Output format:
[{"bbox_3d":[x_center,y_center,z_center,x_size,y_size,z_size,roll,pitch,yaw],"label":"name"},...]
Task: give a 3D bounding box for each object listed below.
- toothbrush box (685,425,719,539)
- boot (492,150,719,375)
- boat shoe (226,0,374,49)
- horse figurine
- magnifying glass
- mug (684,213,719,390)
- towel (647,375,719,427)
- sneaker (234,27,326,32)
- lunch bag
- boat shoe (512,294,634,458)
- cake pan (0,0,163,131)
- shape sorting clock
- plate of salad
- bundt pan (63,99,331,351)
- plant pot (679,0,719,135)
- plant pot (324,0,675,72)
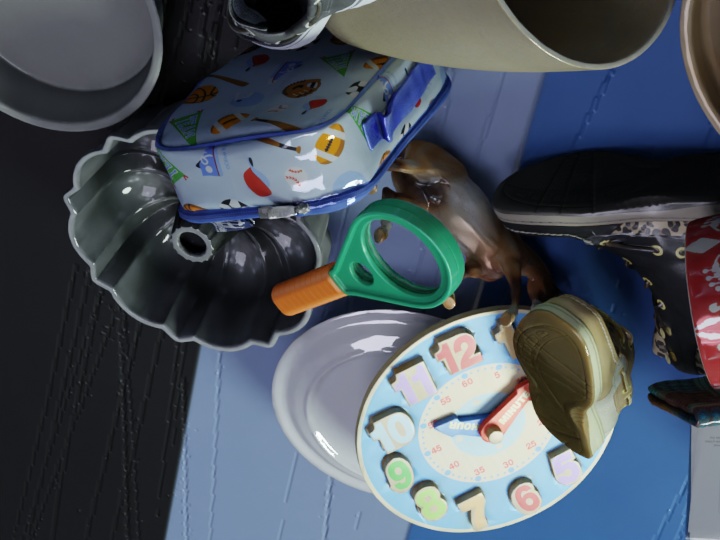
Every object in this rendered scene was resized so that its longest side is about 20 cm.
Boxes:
[{"bbox_3d":[0.315,0.148,1.596,0.145,0.086,0.200,1,174,22],"label":"toothbrush box"},{"bbox_3d":[0.197,-0.004,1.604,0.198,0.073,0.151,-3,128,20],"label":"boot"},{"bbox_3d":[-0.049,-0.167,1.428,0.200,0.066,0.070,-1,107,65],"label":"boat shoe"},{"bbox_3d":[0.059,-0.033,1.618,0.200,0.133,0.050,42,120,-1],"label":"horse figurine"},{"bbox_3d":[0.000,0.000,1.585,0.080,0.022,0.200,51,145,-12],"label":"magnifying glass"},{"bbox_3d":[0.310,-0.009,1.472,0.198,0.178,0.134,-10,135,16],"label":"mug"},{"bbox_3d":[0.297,0.073,1.535,0.198,0.147,0.022,-8,93,-5],"label":"towel"},{"bbox_3d":[-0.090,-0.231,1.530,0.081,0.073,0.201,-10,123,33],"label":"sneaker"},{"bbox_3d":[-0.032,-0.098,1.531,0.159,0.200,0.076,-4,119,28],"label":"lunch bag"},{"bbox_3d":[0.153,0.059,1.620,0.074,0.066,0.200,37,164,19],"label":"boat shoe"},{"bbox_3d":[-0.222,-0.190,1.644,0.199,0.037,0.201,14,131,16],"label":"cake pan"},{"bbox_3d":[0.093,0.112,1.716,0.198,0.039,0.201,-6,120,-10],"label":"shape sorting clock"},{"bbox_3d":[0.032,0.097,1.775,0.198,0.048,0.201,6,132,7],"label":"plate of salad"},{"bbox_3d":[-0.108,-0.041,1.702,0.200,0.076,0.203,13,132,14],"label":"bundt pan"},{"bbox_3d":[0.297,-0.151,1.398,0.199,0.093,0.202,12,121,21],"label":"plant pot"},{"bbox_3d":[0.062,-0.197,1.435,0.199,0.188,0.188,-10,125,48],"label":"plant pot"}]
